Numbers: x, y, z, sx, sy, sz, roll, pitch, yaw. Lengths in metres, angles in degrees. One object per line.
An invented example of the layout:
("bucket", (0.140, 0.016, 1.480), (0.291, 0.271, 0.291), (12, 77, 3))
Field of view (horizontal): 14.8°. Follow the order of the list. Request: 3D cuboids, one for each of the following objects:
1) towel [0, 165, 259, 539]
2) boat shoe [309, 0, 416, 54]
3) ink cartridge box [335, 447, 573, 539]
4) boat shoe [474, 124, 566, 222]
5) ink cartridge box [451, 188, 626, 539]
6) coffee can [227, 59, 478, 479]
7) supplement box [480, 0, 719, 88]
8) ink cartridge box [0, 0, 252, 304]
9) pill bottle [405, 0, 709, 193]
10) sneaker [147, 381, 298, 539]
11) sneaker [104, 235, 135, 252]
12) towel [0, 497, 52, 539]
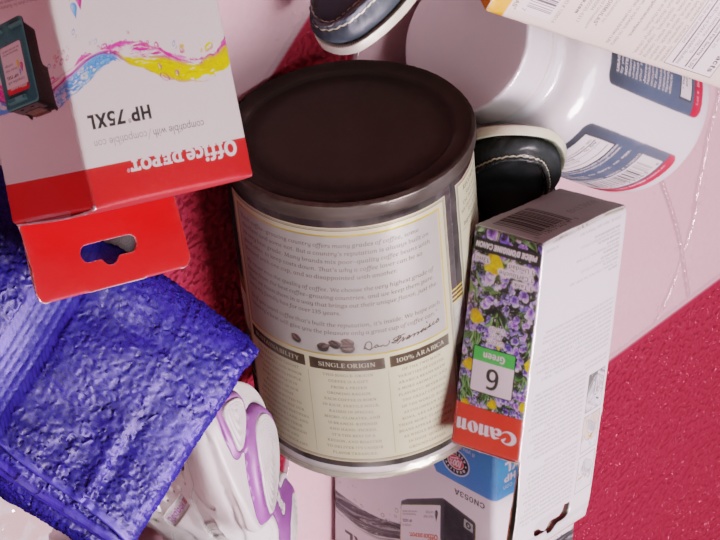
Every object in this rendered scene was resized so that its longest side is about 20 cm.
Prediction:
("towel", (-0.166, 0.047, 1.444), (0.200, 0.050, 0.148), (34, 86, -20))
("boat shoe", (0.021, -0.218, 1.577), (0.200, 0.075, 0.062), (-59, 146, -9))
("ink cartridge box", (0.059, 0.148, 1.791), (0.084, 0.145, 0.201), (-29, 132, -38))
("boat shoe", (0.078, -0.031, 1.693), (0.074, 0.199, 0.066), (7, 71, -13))
("ink cartridge box", (0.102, 0.062, 1.634), (0.109, 0.050, 0.201), (-23, 124, -56))
("coffee can", (0.000, 0.000, 1.625), (0.146, 0.146, 0.201), (-35, 136, -33))
("supplement box", (0.155, -0.191, 1.649), (0.199, 0.126, 0.074), (14, 126, -30))
("ink cartridge box", (-0.126, -0.093, 1.408), (0.116, 0.067, 0.201), (-16, 95, -46))
("pill bottle", (0.120, -0.122, 1.722), (0.200, 0.119, 0.120), (15, 99, -54))
("sneaker", (-0.093, 0.126, 1.611), (0.200, 0.099, 0.075), (80, 14, -60))
("sneaker", (-0.136, 0.003, 1.536), (0.099, 0.070, 0.201), (-18, 111, -75))
("towel", (-0.254, 0.179, 1.518), (0.191, 0.032, 0.201), (3, 109, -53))
